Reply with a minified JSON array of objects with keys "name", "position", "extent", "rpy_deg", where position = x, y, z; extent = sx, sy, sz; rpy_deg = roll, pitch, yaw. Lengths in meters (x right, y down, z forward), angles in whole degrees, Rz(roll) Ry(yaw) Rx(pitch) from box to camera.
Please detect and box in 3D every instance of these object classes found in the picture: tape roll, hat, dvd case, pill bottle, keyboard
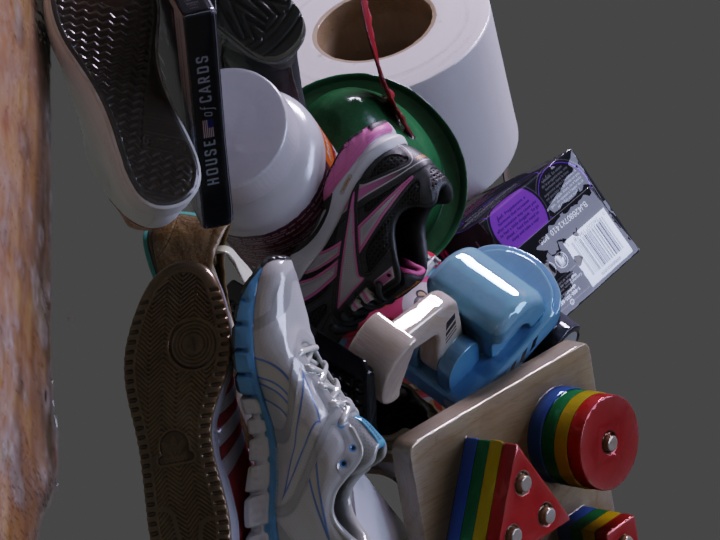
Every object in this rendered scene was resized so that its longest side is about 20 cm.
[{"name":"tape roll","position":[0.027,-0.155,2.107],"extent":[0.203,0.201,0.140],"rpy_deg":[-89,167,-51]},{"name":"hat","position":[0.001,-0.107,1.868],"extent":[0.200,0.165,0.176],"rpy_deg":[50,-14,9]},{"name":"dvd case","position":[-0.120,-0.140,1.571],"extent":[0.200,0.025,0.151],"rpy_deg":[-120,-158,-55]},{"name":"pill bottle","position":[-0.069,-0.065,1.764],"extent":[0.200,0.109,0.110],"rpy_deg":[55,25,-66]},{"name":"keyboard","position":[-0.052,0.083,1.671],"extent":[0.200,0.039,0.105],"rpy_deg":[29,-51,56]}]

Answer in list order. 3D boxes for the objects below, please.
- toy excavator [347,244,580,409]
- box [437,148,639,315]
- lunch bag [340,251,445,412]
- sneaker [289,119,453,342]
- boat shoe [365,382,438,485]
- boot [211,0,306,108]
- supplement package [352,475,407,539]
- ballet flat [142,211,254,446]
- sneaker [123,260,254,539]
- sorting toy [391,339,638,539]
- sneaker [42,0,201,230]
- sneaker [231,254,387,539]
[{"name":"toy excavator","position":[0.063,0.040,1.721],"extent":[0.100,0.195,0.200],"rpy_deg":[35,-22,21]},{"name":"box","position":[0.116,-0.004,2.035],"extent":[0.106,0.122,0.200],"rpy_deg":[55,-30,-6]},{"name":"lunch bag","position":[0.022,0.056,1.927],"extent":[0.200,0.175,0.082],"rpy_deg":[58,22,-62]},{"name":"sneaker","position":[0.000,0.000,1.732],"extent":[0.080,0.086,0.201],"rpy_deg":[-16,134,-57]},{"name":"boat shoe","position":[0.020,0.113,1.813],"extent":[0.200,0.075,0.069],"rpy_deg":[22,-38,55]},{"name":"boot","position":[-0.103,-0.182,1.795],"extent":[0.182,0.072,0.200],"rpy_deg":[49,-6,9]},{"name":"supplement package","position":[-0.026,0.235,1.655],"extent":[0.200,0.110,0.157],"rpy_deg":[58,22,-63]},{"name":"ballet flat","position":[-0.087,0.054,1.638],"extent":[0.068,0.072,0.201],"rpy_deg":[-60,137,-74]},{"name":"sneaker","position":[-0.095,0.099,1.543],"extent":[0.112,0.071,0.201],"rpy_deg":[24,62,-72]},{"name":"sorting toy","position":[0.127,0.178,1.717],"extent":[0.200,0.069,0.200],"rpy_deg":[-27,114,-42]},{"name":"sneaker","position":[-0.158,-0.118,1.523],"extent":[0.085,0.072,0.201],"rpy_deg":[134,-57,-65]},{"name":"sneaker","position":[-0.027,0.089,1.508],"extent":[0.075,0.086,0.201],"rpy_deg":[-17,102,-69]}]
